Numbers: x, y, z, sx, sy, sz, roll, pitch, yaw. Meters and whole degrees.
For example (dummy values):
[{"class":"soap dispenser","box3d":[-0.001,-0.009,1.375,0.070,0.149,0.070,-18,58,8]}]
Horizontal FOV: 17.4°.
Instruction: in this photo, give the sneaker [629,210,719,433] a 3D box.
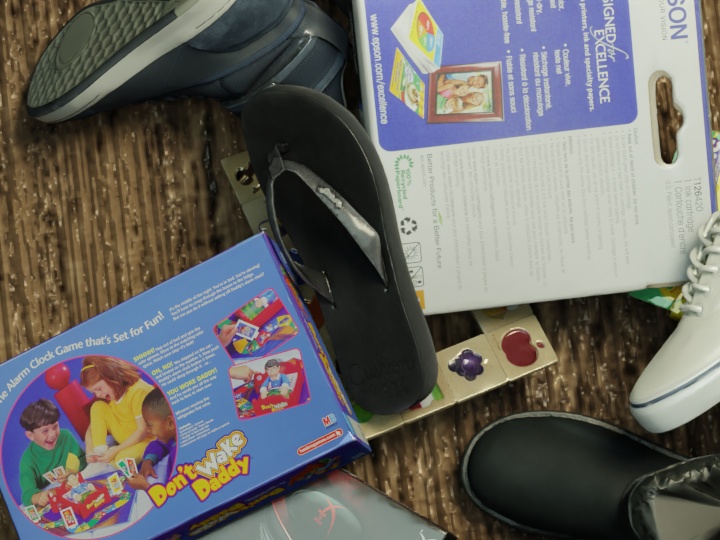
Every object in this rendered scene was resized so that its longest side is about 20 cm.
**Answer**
[{"class":"sneaker","box3d":[0.213,0.003,1.333,0.071,0.073,0.200,45,81,-15]}]

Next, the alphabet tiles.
[{"class":"alphabet tiles","box3d":[0.000,0.000,1.400,0.167,0.008,0.200,-21,67,-12]}]

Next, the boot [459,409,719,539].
[{"class":"boot","box3d":[0.154,0.125,1.336,0.200,0.168,0.077,14,85,5]}]

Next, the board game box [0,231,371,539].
[{"class":"board game box","box3d":[-0.112,0.084,1.342,0.200,0.045,0.135,-26,73,6]}]

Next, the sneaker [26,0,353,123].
[{"class":"sneaker","box3d":[-0.095,-0.112,1.416,0.202,0.146,0.077,-23,47,40]}]

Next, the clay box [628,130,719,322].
[{"class":"clay box","box3d":[0.269,-0.002,1.403,0.200,0.048,0.115,20,88,6]}]

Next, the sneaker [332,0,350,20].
[{"class":"sneaker","box3d":[0.005,-0.180,1.411,0.079,0.095,0.200,-41,87,-1]}]

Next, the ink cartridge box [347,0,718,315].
[{"class":"ink cartridge box","box3d":[0.100,-0.080,1.360,0.199,0.047,0.198,-7,98,-7]}]

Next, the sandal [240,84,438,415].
[{"class":"sandal","box3d":[-0.013,-0.014,1.332,0.076,0.043,0.201,-27,86,35]}]

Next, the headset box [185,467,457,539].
[{"class":"headset box","box3d":[-0.066,0.169,1.383,0.200,0.075,0.149,30,85,11]}]
